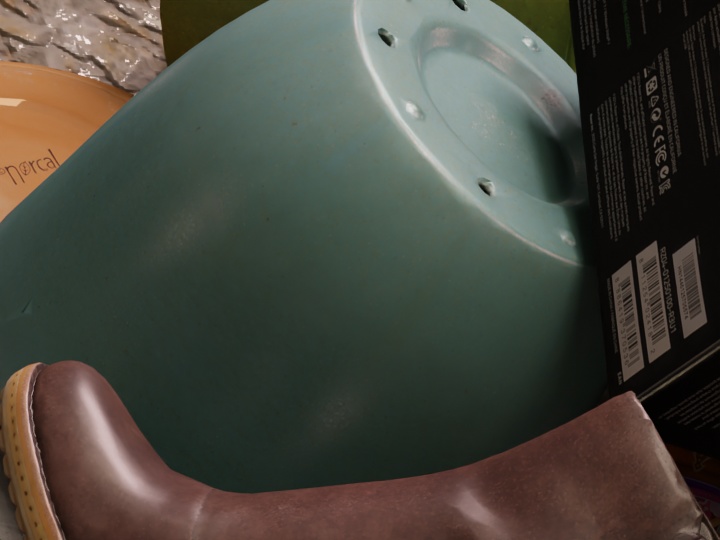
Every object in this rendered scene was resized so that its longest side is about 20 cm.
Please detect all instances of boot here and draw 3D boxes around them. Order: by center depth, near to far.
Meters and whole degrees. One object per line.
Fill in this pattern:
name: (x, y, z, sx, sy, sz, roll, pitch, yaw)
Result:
boot: (0.006, 0.078, 0.591, 0.201, 0.166, 0.072, 58, 7, 12)

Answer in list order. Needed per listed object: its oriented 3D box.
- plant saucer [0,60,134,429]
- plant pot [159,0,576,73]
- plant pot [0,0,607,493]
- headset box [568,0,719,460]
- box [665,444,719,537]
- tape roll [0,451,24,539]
plant saucer: (-0.140, -0.020, 0.817, 0.198, 0.032, 0.201, 8, 41, -7)
plant pot: (0.026, -0.108, 0.869, 0.188, 0.201, 0.200, 11, 33, 18)
plant pot: (0.000, 0.000, 0.704, 0.200, 0.161, 0.201, 31, 33, -23)
headset box: (0.172, -0.019, 0.654, 0.199, 0.093, 0.175, 21, 50, -28)
box: (0.183, 0.071, 0.718, 0.199, 0.039, 0.138, 18, 60, 12)
tape roll: (-0.119, 0.146, 0.652, 0.199, 0.066, 0.201, 18, 38, -15)
